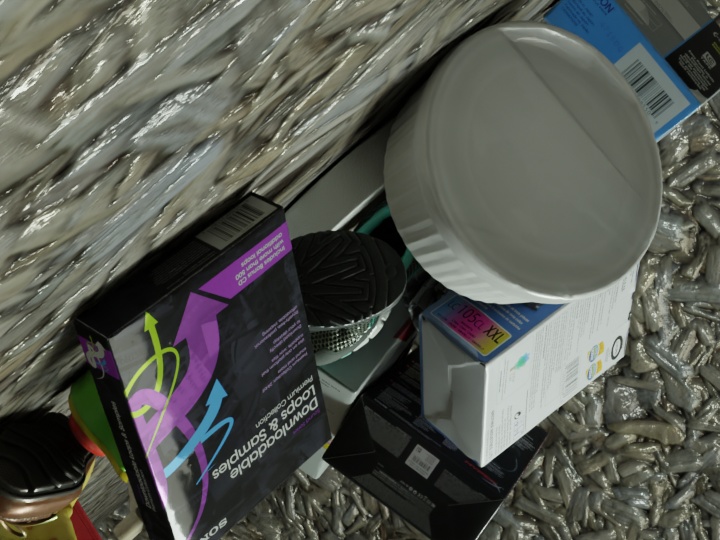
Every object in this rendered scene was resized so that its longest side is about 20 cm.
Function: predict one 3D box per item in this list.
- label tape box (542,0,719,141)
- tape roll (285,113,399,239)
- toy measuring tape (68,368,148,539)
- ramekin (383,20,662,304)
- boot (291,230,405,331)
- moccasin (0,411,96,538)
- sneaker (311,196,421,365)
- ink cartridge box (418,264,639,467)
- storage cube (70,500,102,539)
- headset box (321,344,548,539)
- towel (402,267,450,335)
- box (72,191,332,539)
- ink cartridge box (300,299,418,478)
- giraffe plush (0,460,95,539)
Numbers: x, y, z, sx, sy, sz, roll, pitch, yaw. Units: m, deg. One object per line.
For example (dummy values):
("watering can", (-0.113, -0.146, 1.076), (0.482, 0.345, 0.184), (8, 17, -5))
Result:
("label tape box", (0.261, -0.208, 1.300), (0.066, 0.143, 0.200), (-42, 177, 40))
("tape roll", (0.006, -0.068, 1.188), (0.203, 0.037, 0.203), (-40, 178, -2))
("toy measuring tape", (-0.171, 0.111, 1.034), (0.074, 0.074, 0.200), (-41, -161, 12))
("ramekin", (0.108, -0.068, 1.064), (0.202, 0.203, 0.094), (-39, -172, -30))
("boot", (-0.057, 0.030, 1.096), (0.164, 0.066, 0.200), (-10, 169, -5))
("moccasin", (-0.235, 0.143, 1.029), (0.078, 0.074, 0.201), (-48, -173, -1))
("sneaker", (0.000, 0.000, 1.169), (0.200, 0.078, 0.091), (-51, 168, 23))
("ink cartridge box", (0.142, 0.042, 1.171), (0.200, 0.076, 0.137), (-33, 145, -24))
("storage cube", (-0.305, 0.306, 1.348), (0.180, 0.200, 0.171), (-32, 176, -18))
("headset box", (0.074, 0.152, 1.331), (0.075, 0.149, 0.200), (-58, 171, 20))
("towel", (0.128, 0.014, 1.277), (0.200, 0.086, 0.166), (-40, 145, -16))
("box", (-0.089, 0.071, 0.929), (0.143, 0.036, 0.200), (-39, 138, -31))
("ink cartridge box", (-0.015, 0.079, 1.351), (0.146, 0.083, 0.200), (-50, 170, -29))
("giraffe plush", (-0.248, 0.232, 1.179), (0.172, 0.162, 0.200), (-41, 178, 11))
